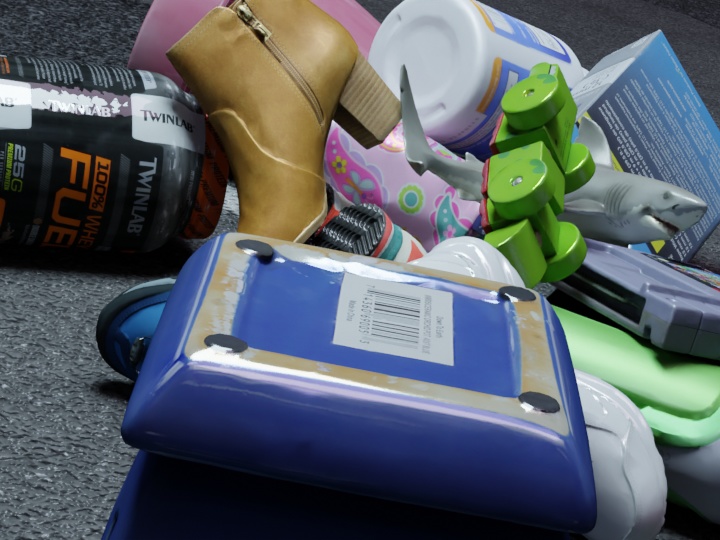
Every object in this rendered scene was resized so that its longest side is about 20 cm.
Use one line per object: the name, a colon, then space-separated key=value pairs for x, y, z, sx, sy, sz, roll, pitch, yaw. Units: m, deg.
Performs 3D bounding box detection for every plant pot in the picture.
plant pot: x=-0.006 y=0.099 z=0.703 sx=0.198 sy=0.182 sz=0.200 roll=10 pitch=20 yaw=-1
plant pot: x=-0.065 y=-0.162 z=1.410 sx=0.178 sy=0.201 sz=0.200 roll=30 pitch=22 yaw=6

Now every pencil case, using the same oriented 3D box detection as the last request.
pencil case: x=0.013 y=-0.067 z=1.273 sx=0.199 sy=0.088 sz=0.087 roll=31 pitch=24 yaw=14

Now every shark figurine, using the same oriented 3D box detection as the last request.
shark figurine: x=0.123 y=-0.071 z=1.181 sx=0.212 sy=0.090 sz=0.128 roll=16 pitch=-14 yaw=5

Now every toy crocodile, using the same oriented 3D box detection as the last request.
toy crocodile: x=0.099 y=-0.055 z=1.055 sx=0.061 sy=0.068 sz=0.201 roll=-14 pitch=38 yaw=25

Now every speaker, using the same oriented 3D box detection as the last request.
speaker: x=0.144 y=0.076 z=0.999 sx=0.198 sy=0.089 sz=0.088 roll=21 pitch=21 yaw=24

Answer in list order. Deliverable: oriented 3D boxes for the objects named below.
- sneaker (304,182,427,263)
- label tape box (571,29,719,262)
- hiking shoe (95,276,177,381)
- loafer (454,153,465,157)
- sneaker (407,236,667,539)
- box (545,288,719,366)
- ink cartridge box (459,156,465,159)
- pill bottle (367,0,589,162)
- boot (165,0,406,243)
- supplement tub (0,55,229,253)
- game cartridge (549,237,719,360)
sneaker: x=0.000 y=0.000 z=1.179 sx=0.093 sy=0.070 sz=0.200 roll=43 pitch=-7 yaw=-18
label tape box: x=0.197 y=-0.068 z=1.313 sx=0.066 sy=0.144 sz=0.200 roll=-20 pitch=18 yaw=46
hiking shoe: x=-0.060 y=0.058 z=0.943 sx=0.198 sy=0.075 sz=0.087 roll=17 pitch=19 yaw=16
loafer: x=0.071 y=-0.139 z=1.566 sx=0.069 sy=0.076 sz=0.200 roll=14 pitch=19 yaw=-5
sneaker: x=0.074 y=0.074 z=0.923 sx=0.200 sy=0.078 sz=0.099 roll=48 pitch=34 yaw=20
box: x=0.213 y=0.060 z=1.138 sx=0.198 sy=0.046 sz=0.159 roll=18 pitch=20 yaw=18
ink cartridge box: x=0.137 y=-0.051 z=1.404 sx=0.198 sy=0.045 sz=0.094 roll=5 pitch=21 yaw=-22
pill bottle: x=0.105 y=-0.139 z=1.364 sx=0.112 sy=0.113 sz=0.199 roll=27 pitch=9 yaw=38
boot: x=-0.075 y=-0.086 z=1.134 sx=0.144 sy=0.202 sz=0.071 roll=41 pitch=-20 yaw=-10
supplement tub: x=-0.194 y=-0.076 z=1.165 sx=0.198 sy=0.124 sz=0.123 roll=4 pitch=21 yaw=-20
game cartridge: x=0.187 y=0.016 z=1.069 sx=0.128 sy=0.039 sz=0.200 roll=8 pitch=12 yaw=-24
